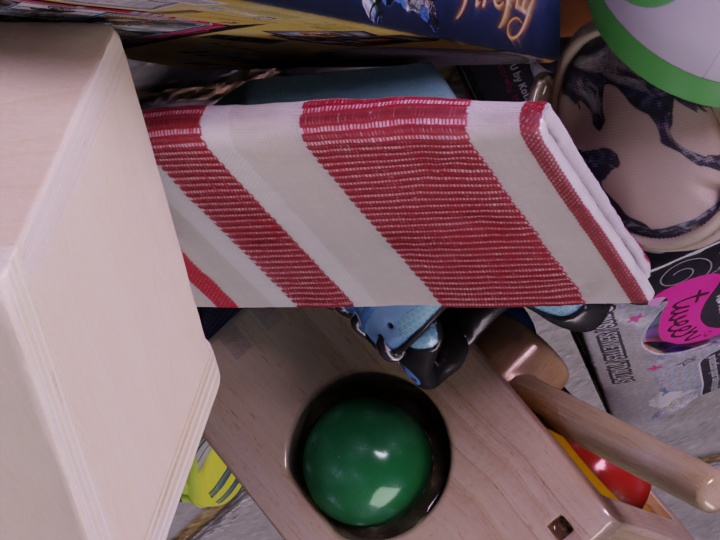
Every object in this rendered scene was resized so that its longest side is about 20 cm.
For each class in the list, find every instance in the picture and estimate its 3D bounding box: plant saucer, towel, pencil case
[{"bbox_3d":[-0.018,-0.052,0.936,0.070,0.019,0.200,-6,180,-8],"label":"plant saucer"},{"bbox_3d":[-0.021,-0.022,0.858,0.200,0.023,0.144,0,160,20],"label":"towel"},{"bbox_3d":[0.146,-0.078,0.922,0.200,0.089,0.078,-31,128,-35],"label":"pencil case"}]

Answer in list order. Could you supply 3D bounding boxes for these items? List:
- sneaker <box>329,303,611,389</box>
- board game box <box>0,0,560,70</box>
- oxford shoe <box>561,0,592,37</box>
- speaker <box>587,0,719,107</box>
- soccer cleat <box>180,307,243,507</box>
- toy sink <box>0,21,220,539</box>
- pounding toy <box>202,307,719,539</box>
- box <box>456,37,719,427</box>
[{"bbox_3d":[0.000,0.000,0.974,0.200,0.090,0.078,-8,-178,34],"label":"sneaker"},{"bbox_3d":[-0.047,-0.084,0.806,0.135,0.035,0.200,1,179,30],"label":"board game box"},{"bbox_3d":[0.059,-0.114,0.921,0.071,0.071,0.200,-24,162,8],"label":"oxford shoe"},{"bbox_3d":[0.129,-0.136,0.774,0.088,0.088,0.200,-14,148,-29],"label":"speaker"},{"bbox_3d":[-0.047,0.052,1.206,0.084,0.065,0.200,-9,156,-7],"label":"soccer cleat"},{"bbox_3d":[-0.121,0.034,0.807,0.130,0.112,0.200,1,134,16],"label":"toy sink"},{"bbox_3d":[0.048,0.070,1.063,0.142,0.184,0.200,-42,161,7],"label":"pounding toy"},{"bbox_3d":[0.120,-0.034,1.097,0.115,0.132,0.200,-25,161,3],"label":"box"}]
